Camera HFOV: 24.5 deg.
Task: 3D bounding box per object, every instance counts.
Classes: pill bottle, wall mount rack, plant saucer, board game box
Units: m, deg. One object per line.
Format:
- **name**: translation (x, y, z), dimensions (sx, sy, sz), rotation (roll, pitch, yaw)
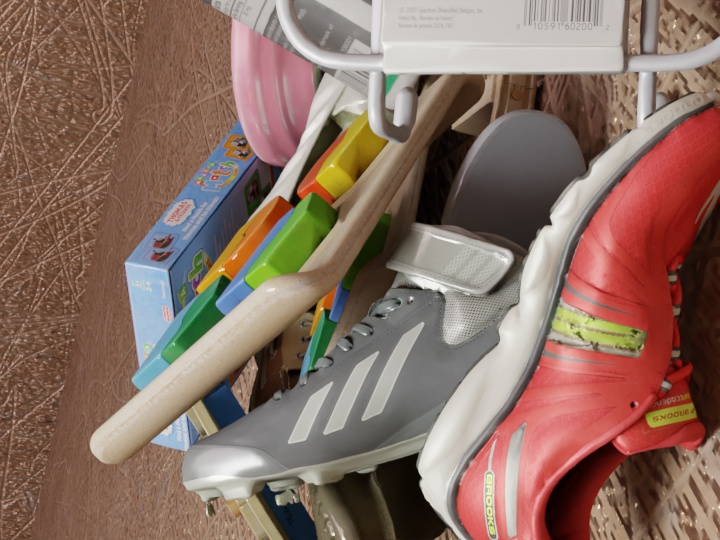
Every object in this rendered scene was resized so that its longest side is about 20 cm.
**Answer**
- **pill bottle**: translation (-0.036, -0.191, 0.979), dimensions (0.113, 0.199, 0.113), rotation (-59, 4, 7)
- **wall mount rack**: translation (0.069, -0.140, 0.693), dimensions (0.075, 0.199, 0.175), rotation (5, -92, -73)
- **plant saucer**: translation (-0.026, -0.168, 1.128), dimensions (0.200, 0.051, 0.202), rotation (9, -90, -72)
- **board game box**: translation (-0.095, 0.002, 1.140), dimensions (0.200, 0.036, 0.152), rotation (-59, -26, -49)

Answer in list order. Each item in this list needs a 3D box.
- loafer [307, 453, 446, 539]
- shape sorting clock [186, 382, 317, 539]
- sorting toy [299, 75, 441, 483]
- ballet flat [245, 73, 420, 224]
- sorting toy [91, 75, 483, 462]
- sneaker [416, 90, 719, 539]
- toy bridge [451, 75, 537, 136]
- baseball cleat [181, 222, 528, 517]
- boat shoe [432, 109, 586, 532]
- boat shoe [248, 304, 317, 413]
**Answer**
- **loafer**: translation (0.010, 0.113, 0.839), dimensions (0.200, 0.067, 0.076), rotation (-96, -4, -79)
- **shape sorting clock**: translation (-0.064, 0.136, 1.017), dimensions (0.200, 0.039, 0.200), rotation (57, 173, 11)
- **sorting toy**: translation (0.000, 0.000, 0.974), dimensions (0.200, 0.036, 0.186), rotation (-71, 2, -51)
- **ballet flat**: translation (-0.007, -0.075, 1.052), dimensions (0.201, 0.069, 0.069), rotation (-60, 12, -9)
- **sorting toy**: translation (-0.038, -0.008, 0.796), dimensions (0.185, 0.036, 0.200), rotation (-40, 8, 43)
- **sneaker**: translation (0.103, 0.030, 0.631), dimensions (0.085, 0.077, 0.201), rotation (37, 109, 33)
- **toy bridge**: translation (0.071, -0.087, 0.887), dimensions (0.067, 0.027, 0.201), rotation (151, 129, -70)
- **baseball cleat**: translation (0.009, 0.039, 0.732), dimensions (0.070, 0.199, 0.107), rotation (18, -123, -79)
- **boat shoe**: translation (0.061, 0.023, 0.788), dimensions (0.066, 0.070, 0.201), rotation (-147, 60, -74)
- **boat shoe**: translation (-0.033, 0.060, 1.098), dimensions (0.200, 0.075, 0.074), rotation (-111, 37, -62)
